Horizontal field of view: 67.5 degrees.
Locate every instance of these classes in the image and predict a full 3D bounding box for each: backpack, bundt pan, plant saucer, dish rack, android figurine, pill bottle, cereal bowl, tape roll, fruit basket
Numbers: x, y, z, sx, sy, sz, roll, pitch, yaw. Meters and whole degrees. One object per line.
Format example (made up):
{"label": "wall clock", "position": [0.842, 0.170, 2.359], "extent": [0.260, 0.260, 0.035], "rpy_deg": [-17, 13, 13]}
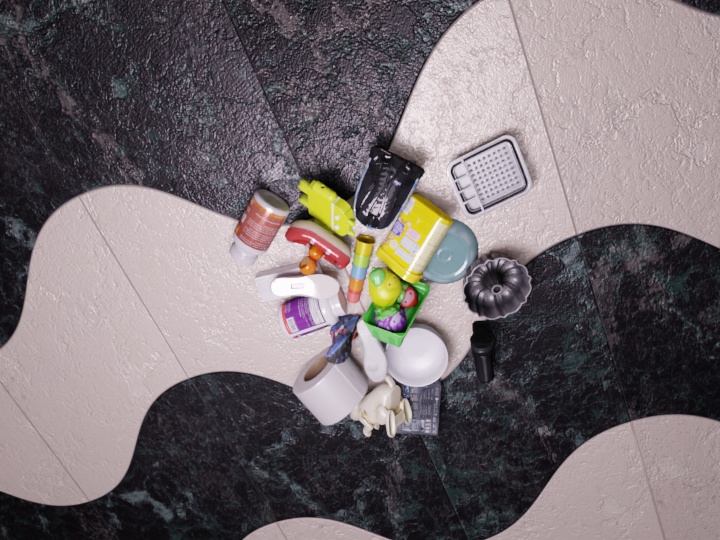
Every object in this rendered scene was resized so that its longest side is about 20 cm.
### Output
{"label": "backpack", "position": [0.060, -0.207, 1.456], "extent": [0.160, 0.154, 0.204], "rpy_deg": [21, 91, -7]}
{"label": "bundt pan", "position": [0.380, 0.035, 1.539], "extent": [0.197, 0.076, 0.206], "rpy_deg": [-1, 121, -2]}
{"label": "plant saucer", "position": [0.242, -0.048, 1.550], "extent": [0.195, 0.036, 0.204], "rpy_deg": [2, 112, 5]}
{"label": "dish rack", "position": [0.345, -0.253, 1.452], "extent": [0.197, 0.044, 0.174], "rpy_deg": [-24, 107, 14]}
{"label": "android figurine", "position": [-0.089, -0.166, 1.473], "extent": [0.199, 0.041, 0.183], "rpy_deg": [38, 155, 15]}
{"label": "pill bottle", "position": [-0.142, 0.125, 1.615], "extent": [0.196, 0.113, 0.114], "rpy_deg": [-20, 110, 12]}
{"label": "pill bottle", "position": [-0.293, -0.118, 1.529], "extent": [0.111, 0.113, 0.201], "rpy_deg": [31, 111, -8]}
{"label": "cereal bowl", "position": [0.170, 0.248, 1.652], "extent": [0.195, 0.084, 0.204], "rpy_deg": [2, 113, 5]}
{"label": "tape roll", "position": [-0.092, 0.349, 1.655], "extent": [0.201, 0.203, 0.140], "rpy_deg": [-36, 105, 18]}
{"label": "fruit basket", "position": [0.093, 0.081, 1.509], "extent": [0.153, 0.215, 0.220], "rpy_deg": [19, 115, 20]}

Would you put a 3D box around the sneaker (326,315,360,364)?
{"label": "sneaker", "position": [-0.061, 0.204, 1.604], "extent": [0.077, 0.201, 0.077], "rpy_deg": [8, 122, 17]}

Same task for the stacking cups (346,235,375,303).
{"label": "stacking cups", "position": [0.000, 0.000, 1.585], "extent": [0.059, 0.061, 0.204], "rpy_deg": [10, 117, 1]}

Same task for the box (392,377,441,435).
{"label": "box", "position": [0.178, 0.436, 1.747], "extent": [0.154, 0.051, 0.204], "rpy_deg": [1, 113, 5]}

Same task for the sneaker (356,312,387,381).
{"label": "sneaker", "position": [0.042, 0.225, 1.631], "extent": [0.072, 0.118, 0.205], "rpy_deg": [-11, 101, 11]}

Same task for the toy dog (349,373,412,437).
{"label": "toy dog", "position": [0.033, 0.421, 1.684], "extent": [0.197, 0.139, 0.198], "rpy_deg": [-7, 105, 36]}

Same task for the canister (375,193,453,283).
{"label": "canister", "position": [0.150, -0.091, 1.495], "extent": [0.148, 0.086, 0.202], "rpy_deg": [40, 112, 23]}

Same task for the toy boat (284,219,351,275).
{"label": "toy boat", "position": [-0.130, -0.049, 1.519], "extent": [0.198, 0.130, 0.132], "rpy_deg": [34, 80, -8]}

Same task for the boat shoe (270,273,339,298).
{"label": "boat shoe", "position": [-0.160, 0.045, 1.554], "extent": [0.195, 0.069, 0.074], "rpy_deg": [-6, 100, -6]}

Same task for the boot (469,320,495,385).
{"label": "boot", "position": [0.361, 0.255, 1.582], "extent": [0.072, 0.199, 0.166], "rpy_deg": [-5, 106, 10]}

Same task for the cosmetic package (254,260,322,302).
{"label": "cosmetic package", "position": [-0.210, 0.029, 1.615], "extent": [0.196, 0.051, 0.084], "rpy_deg": [-13, 113, 10]}
